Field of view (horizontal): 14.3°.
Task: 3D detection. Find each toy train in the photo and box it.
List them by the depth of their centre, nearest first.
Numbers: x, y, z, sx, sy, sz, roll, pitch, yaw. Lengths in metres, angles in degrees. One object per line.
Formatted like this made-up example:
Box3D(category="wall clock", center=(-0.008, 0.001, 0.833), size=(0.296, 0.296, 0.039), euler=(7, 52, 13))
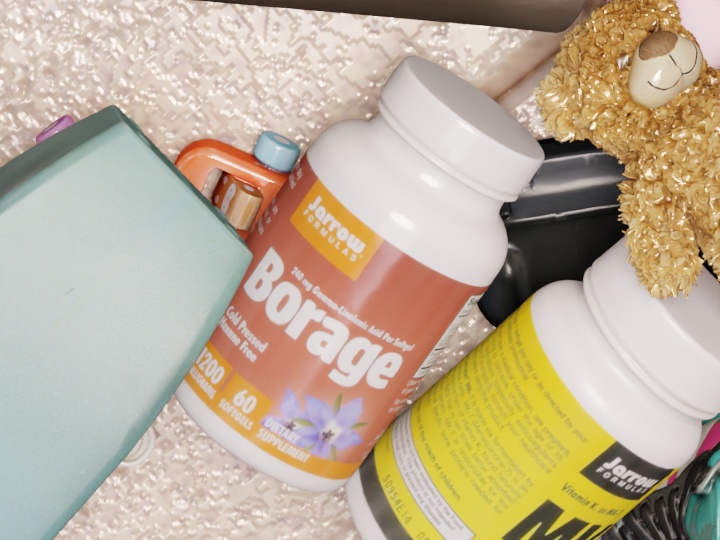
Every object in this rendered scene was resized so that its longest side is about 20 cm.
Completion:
Box3D(category="toy train", center=(-0.118, 0.006, 1.452), size=(0.150, 0.056, 0.201), euler=(28, 105, -8))

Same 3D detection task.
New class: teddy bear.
Box3D(category="teddy bear", center=(0.176, -0.047, 1.339), size=(0.144, 0.067, 0.201), euler=(-27, 91, -1))

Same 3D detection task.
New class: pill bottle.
Box3D(category="pill bottle", center=(0.000, 0.000, 1.404), size=(0.112, 0.112, 0.200), euler=(32, 105, -9))
Box3D(category="pill bottle", center=(0.097, 0.077, 1.426), size=(0.114, 0.114, 0.200), euler=(42, 114, -11))

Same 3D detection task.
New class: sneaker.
Box3D(category="sneaker", center=(0.169, 0.133, 1.455), size=(0.200, 0.121, 0.084), euler=(-35, 104, 10))

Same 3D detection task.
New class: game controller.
Box3D(category="game controller", center=(0.152, -0.024, 1.457), size=(0.199, 0.042, 0.105), euler=(-8, 121, 3))

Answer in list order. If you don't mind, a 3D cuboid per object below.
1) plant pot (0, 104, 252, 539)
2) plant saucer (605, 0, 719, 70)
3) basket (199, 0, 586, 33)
Box3D(category="plant pot", center=(-0.154, 0.025, 1.365), size=(0.200, 0.141, 0.141), euler=(-44, 102, 0))
Box3D(category="plant saucer", center=(0.218, -0.121, 1.396), size=(0.199, 0.051, 0.202), euler=(0, 91, 2))
Box3D(category="basket", center=(0.011, -0.185, 1.348), size=(0.199, 0.181, 0.136), euler=(11, 135, -11))
